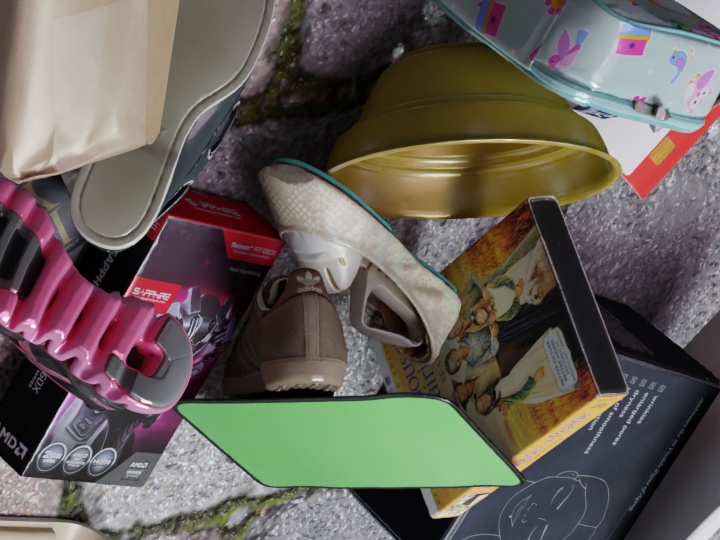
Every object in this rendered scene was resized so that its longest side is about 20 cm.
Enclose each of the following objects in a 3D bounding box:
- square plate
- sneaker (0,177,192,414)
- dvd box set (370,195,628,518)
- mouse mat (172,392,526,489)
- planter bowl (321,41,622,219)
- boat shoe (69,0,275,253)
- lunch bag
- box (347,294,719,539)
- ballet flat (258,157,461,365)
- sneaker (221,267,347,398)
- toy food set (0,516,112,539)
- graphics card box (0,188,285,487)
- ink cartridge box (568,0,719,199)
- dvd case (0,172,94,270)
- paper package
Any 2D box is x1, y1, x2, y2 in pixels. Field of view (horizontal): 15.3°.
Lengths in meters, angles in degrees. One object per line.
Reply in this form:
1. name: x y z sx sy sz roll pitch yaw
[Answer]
1. square plate: 0.242 0.143 1.993 0.028 0.199 0.200 27 122 -18
2. sneaker: -0.197 0.020 1.590 0.200 0.095 0.079 43 62 -18
3. dvd box set: 0.088 0.060 1.795 0.029 0.147 0.200 -2 155 -37
4. mouse mat: -0.006 0.113 1.748 0.161 0.199 0.008 48 44 -56
5. planter bowl: 0.067 -0.096 1.730 0.200 0.200 0.084 9 73 -44
6. boat shoe: -0.113 -0.098 1.617 0.066 0.074 0.200 111 2 -78
7. lunch bag: 0.137 -0.160 1.683 0.160 0.200 0.077 13 113 -47
8. box: 0.124 0.117 1.948 0.196 0.124 0.201 18 108 -47
9. ballet flat: 0.000 0.000 1.728 0.200 0.067 0.063 38 63 -40
10. sneaker: -0.044 0.043 1.723 0.070 0.200 0.076 3 84 -14
11. toy food set: -0.262 0.236 1.758 0.199 0.060 0.144 8 115 -44
12. graphics card box: -0.144 0.042 1.706 0.125 0.051 0.200 13 113 -55
13. ink cartridge box: 0.242 -0.152 1.900 0.200 0.045 0.176 -48 138 1
14. dvd case: -0.248 -0.035 1.591 0.148 0.016 0.200 -36 138 -14
15. paper package: -0.181 -0.184 1.397 0.103 0.191 0.201 -15 131 -35
